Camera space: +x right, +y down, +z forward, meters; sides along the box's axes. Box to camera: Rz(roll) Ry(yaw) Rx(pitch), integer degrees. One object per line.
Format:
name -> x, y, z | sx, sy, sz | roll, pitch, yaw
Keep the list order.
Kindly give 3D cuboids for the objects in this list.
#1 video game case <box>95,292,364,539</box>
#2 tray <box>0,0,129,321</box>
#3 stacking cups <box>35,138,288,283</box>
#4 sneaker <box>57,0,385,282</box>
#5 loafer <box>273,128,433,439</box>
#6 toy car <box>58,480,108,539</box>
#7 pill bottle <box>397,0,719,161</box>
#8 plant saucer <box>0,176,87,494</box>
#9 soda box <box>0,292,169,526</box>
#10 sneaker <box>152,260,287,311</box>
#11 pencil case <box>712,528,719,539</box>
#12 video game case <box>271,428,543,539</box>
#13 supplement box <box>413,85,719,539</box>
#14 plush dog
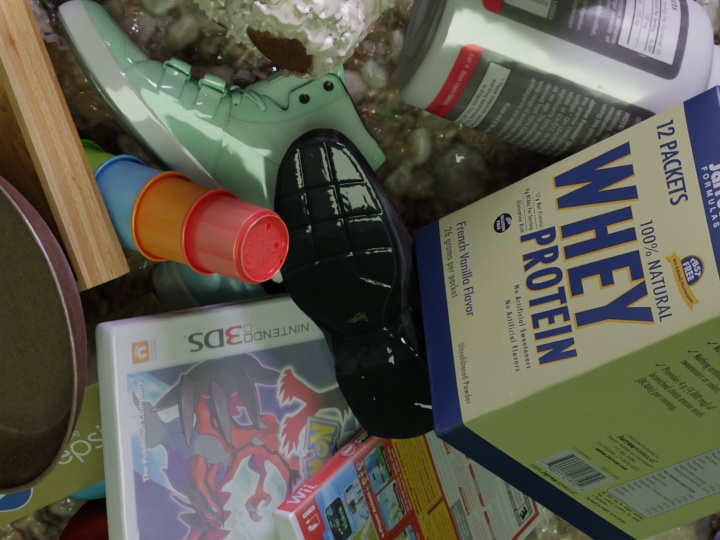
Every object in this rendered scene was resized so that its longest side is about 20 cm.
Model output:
video game case -> -0.065, 0.118, 1.131 | 0.181, 0.023, 0.202 | -9, 100, -39
tray -> -0.202, -0.079, 1.091 | 0.098, 0.037, 0.202 | -18, 95, 45
stacking cups -> -0.125, -0.031, 1.095 | 0.060, 0.199, 0.061 | -20, 119, -41
sneaker -> -0.076, -0.105, 1.136 | 0.118, 0.074, 0.201 | -44, 97, -5
loafer -> 0.000, 0.000, 1.121 | 0.072, 0.073, 0.201 | -8, 124, 13
toy car -> -0.138, 0.213, 1.178 | 0.175, 0.200, 0.186 | -1, 115, 29
pill bottle -> 0.129, -0.114, 1.107 | 0.198, 0.111, 0.111 | 19, 113, -10
plant saucer -> -0.212, 0.023, 1.090 | 0.199, 0.037, 0.202 | 18, 119, 37
soda box -> -0.188, 0.092, 1.170 | 0.199, 0.068, 0.064 | -25, 122, 22
sneaker -> -0.033, 0.051, 1.198 | 0.082, 0.074, 0.200 | -37, 111, 18
pencil case -> 0.262, 0.260, 1.297 | 0.085, 0.084, 0.202 | -11, 116, -16
video game case -> 0.035, 0.148, 1.197 | 0.017, 0.200, 0.144 | 5, 123, 41
supplement box -> 0.169, 0.035, 1.100 | 0.199, 0.135, 0.200 | -25, 142, 27
plush dog -> -0.037, -0.216, 1.023 | 0.160, 0.200, 0.172 | -35, 112, -3
